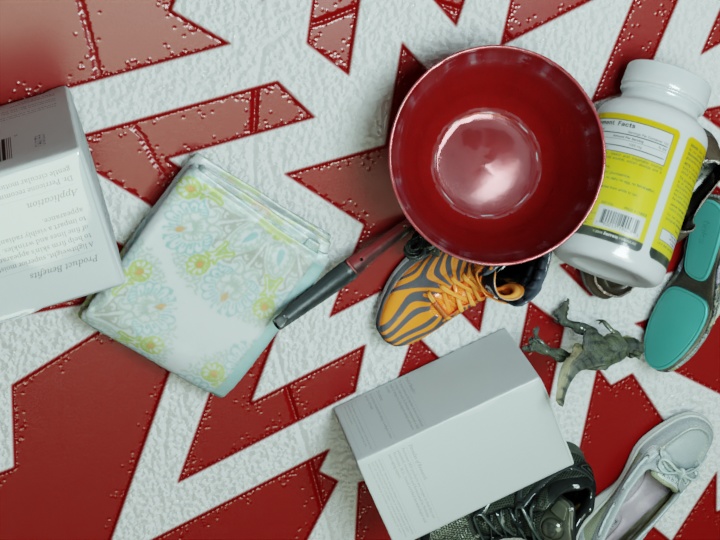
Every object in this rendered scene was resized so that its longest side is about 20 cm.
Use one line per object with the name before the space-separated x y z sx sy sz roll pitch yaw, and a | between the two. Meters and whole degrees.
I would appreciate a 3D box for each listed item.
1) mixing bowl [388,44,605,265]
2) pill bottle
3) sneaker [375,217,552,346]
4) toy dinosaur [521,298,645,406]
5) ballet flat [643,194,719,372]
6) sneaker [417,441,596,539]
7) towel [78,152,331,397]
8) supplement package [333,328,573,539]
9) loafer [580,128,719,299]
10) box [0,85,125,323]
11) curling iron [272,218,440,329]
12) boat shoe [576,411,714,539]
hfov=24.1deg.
mixing bowl | 0.123 -0.103 1.581 0.199 0.108 0.201 0 89 -1
pill bottle | 0.264 -0.093 1.611 0.112 0.112 0.201 23 82 -22
sneaker | 0.102 0.013 1.641 0.200 0.112 0.078 -43 116 7
toy dinosaur | 0.219 0.078 1.698 0.200 0.088 0.048 -21 140 -52
ballet flat | 0.354 0.016 1.734 0.072 0.072 0.201 9 114 -18
sneaker | 0.156 0.255 1.762 0.199 0.114 0.076 -21 115 -2
towel | -0.145 0.007 1.615 0.171 0.048 0.200 33 102 -21
supplement package | 0.093 0.167 1.704 0.200 0.117 0.118 -25 116 -2
loafer | 0.292 -0.053 1.683 0.073 0.071 0.200 27 104 -23
box | -0.322 -0.050 1.459 0.198 0.200 0.131 -17 114 -7
curling iron | 0.000 0.000 1.622 0.200 0.050 0.026 -29 140 -19
boat shoe | 0.310 0.240 1.818 0.074 0.065 0.202 40 99 -25
